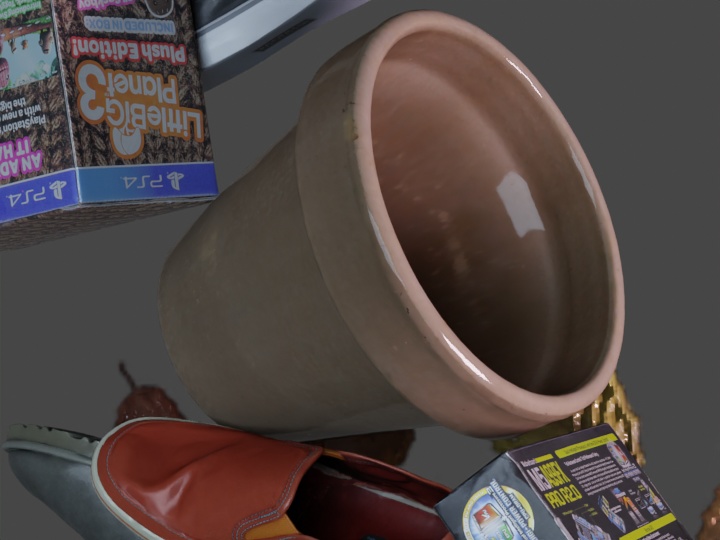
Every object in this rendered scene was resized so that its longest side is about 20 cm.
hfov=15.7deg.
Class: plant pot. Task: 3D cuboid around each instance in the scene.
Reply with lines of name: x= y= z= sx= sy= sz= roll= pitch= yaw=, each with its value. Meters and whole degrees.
plant pot: x=0.000 y=0.000 z=1.238 sx=0.174 sy=0.200 sz=0.201 roll=-24 pitch=82 yaw=34

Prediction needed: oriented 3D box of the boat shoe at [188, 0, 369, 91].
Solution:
boat shoe: x=-0.033 y=-0.156 z=1.302 sx=0.199 sy=0.070 sz=0.067 roll=-29 pitch=83 yaw=23

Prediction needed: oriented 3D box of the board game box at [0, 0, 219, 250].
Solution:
board game box: x=-0.170 y=-0.118 z=1.299 sx=0.159 sy=0.097 sz=0.201 roll=-10 pitch=86 yaw=42

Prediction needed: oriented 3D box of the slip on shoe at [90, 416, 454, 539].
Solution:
slip on shoe: x=-0.032 y=0.104 z=1.196 sx=0.199 sy=0.061 sz=0.074 roll=16 pitch=54 yaw=19

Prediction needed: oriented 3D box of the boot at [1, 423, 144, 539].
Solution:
boot: x=-0.125 y=0.188 z=1.261 sx=0.181 sy=0.073 sz=0.201 roll=17 pitch=85 yaw=25

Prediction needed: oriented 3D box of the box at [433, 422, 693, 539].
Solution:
box: x=0.120 y=0.150 z=1.177 sx=0.044 sy=0.200 sz=0.161 roll=-39 pitch=80 yaw=14
